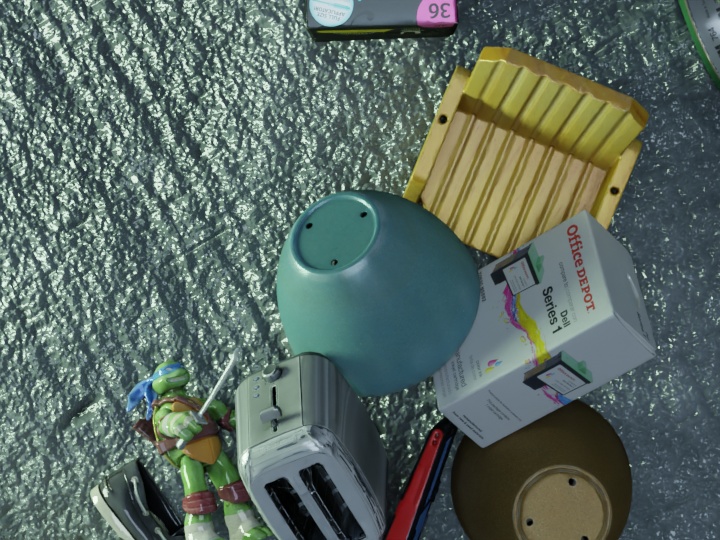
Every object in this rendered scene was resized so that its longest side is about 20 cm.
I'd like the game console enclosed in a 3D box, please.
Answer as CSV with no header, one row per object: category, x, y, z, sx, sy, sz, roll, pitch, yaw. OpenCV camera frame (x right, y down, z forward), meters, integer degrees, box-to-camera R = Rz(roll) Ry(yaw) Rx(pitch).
game console,0.055,0.228,1.696,0.031,0.200,0.178,24,92,6

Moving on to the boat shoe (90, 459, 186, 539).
boat shoe,-0.185,0.276,1.763,0.063,0.073,0.200,-43,86,4

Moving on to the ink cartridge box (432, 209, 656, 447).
ink cartridge box,0.168,0.055,1.683,0.199,0.145,0.084,-31,131,21

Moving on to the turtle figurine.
turtle figurine,-0.129,0.173,1.722,0.199,0.144,0.195,-15,87,4

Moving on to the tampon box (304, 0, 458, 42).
tampon box,0.018,-0.331,1.717,0.149,0.126,0.201,-3,92,1

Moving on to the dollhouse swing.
dollhouse swing,0.161,-0.100,1.699,0.199,0.176,0.183,23,91,-1

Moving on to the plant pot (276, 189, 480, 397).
plant pot,0.000,0.000,1.674,0.199,0.135,0.201,-12,53,17

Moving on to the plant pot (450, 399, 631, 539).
plant pot,0.186,0.220,1.695,0.185,0.200,0.188,0,91,-1

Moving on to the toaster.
toaster,-0.041,0.186,1.634,0.113,0.129,0.201,-21,119,13

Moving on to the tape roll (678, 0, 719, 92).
tape roll,0.359,-0.239,1.681,0.048,0.200,0.201,-24,91,1
